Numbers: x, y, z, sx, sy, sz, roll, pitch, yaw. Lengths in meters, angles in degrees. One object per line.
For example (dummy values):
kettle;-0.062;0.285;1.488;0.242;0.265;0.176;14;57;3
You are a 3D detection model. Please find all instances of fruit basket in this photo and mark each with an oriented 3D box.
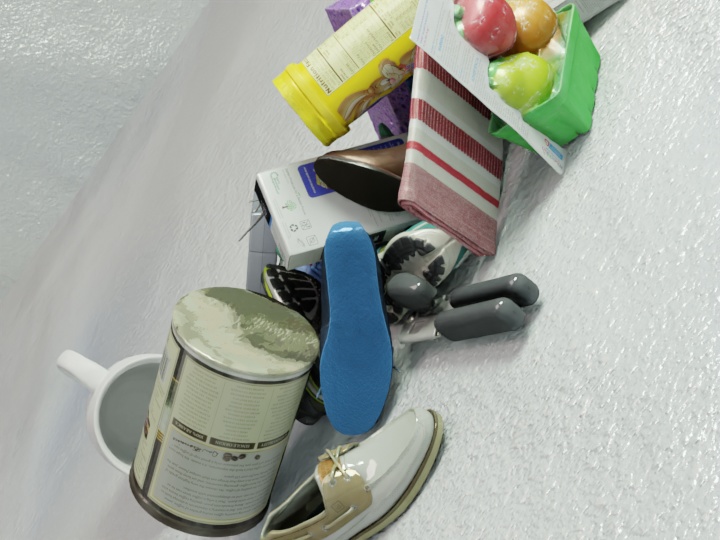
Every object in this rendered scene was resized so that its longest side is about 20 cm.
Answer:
fruit basket;0.127;-0.206;1.273;0.094;0.200;0.186;-35;31;44

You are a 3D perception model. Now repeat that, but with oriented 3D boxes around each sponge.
sponge;0.023;-0.203;1.533;0.030;0.200;0.112;-27;18;-10

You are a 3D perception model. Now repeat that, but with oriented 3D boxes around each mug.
mug;-0.281;0.160;1.687;0.148;0.200;0.175;-57;13;-12

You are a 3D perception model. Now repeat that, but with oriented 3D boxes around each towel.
towel;0.086;-0.127;1.275;0.023;0.144;0.201;-8;65;35

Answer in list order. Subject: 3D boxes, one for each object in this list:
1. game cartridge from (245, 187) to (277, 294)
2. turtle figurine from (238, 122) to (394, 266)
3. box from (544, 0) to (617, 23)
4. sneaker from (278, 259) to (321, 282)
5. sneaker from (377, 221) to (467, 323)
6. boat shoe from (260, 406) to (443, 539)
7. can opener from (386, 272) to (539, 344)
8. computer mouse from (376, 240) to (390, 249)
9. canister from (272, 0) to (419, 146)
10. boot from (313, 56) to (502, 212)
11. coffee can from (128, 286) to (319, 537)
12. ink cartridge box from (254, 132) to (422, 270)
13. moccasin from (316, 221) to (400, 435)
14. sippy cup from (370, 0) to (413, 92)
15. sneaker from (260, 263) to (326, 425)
game cartridge;-0.115;0.013;1.608;0.133;0.040;0.201;-85;0;-68
turtle figurine;-0.039;-0.072;1.496;0.200;0.101;0.150;-37;7;-5
box;0.206;-0.309;1.430;0.144;0.036;0.200;-30;32;23
sneaker;-0.032;-0.035;1.569;0.077;0.076;0.200;-25;39;63
sneaker;0.049;-0.004;1.376;0.080;0.078;0.200;-40;7;-33
boat shoe;-0.009;0.189;1.204;0.200;0.068;0.075;-51;22;18
can opener;0.082;0.032;1.235;0.053;0.066;0.200;-58;22;-20
computer mouse;0.000;0.000;1.477;0.200;0.059;0.034;-47;31;30
canister;0.019;-0.219;1.382;0.200;0.087;0.149;-39;4;6
boot;0.063;-0.152;1.396;0.064;0.186;0.201;103;-179;-59
coffee can;-0.136;0.139;1.368;0.147;0.146;0.200;-97;22;-59
ink cartridge box;0.002;-0.075;1.401;0.039;0.199;0.100;106;144;-63
moccasin;0.000;0.055;1.325;0.068;0.080;0.201;62;-149;-87
sippy cup;0.092;-0.264;1.524;0.130;0.178;0.140;-31;4;-3
sneaker;-0.070;0.074;1.452;0.081;0.074;0.200;-54;39;32
